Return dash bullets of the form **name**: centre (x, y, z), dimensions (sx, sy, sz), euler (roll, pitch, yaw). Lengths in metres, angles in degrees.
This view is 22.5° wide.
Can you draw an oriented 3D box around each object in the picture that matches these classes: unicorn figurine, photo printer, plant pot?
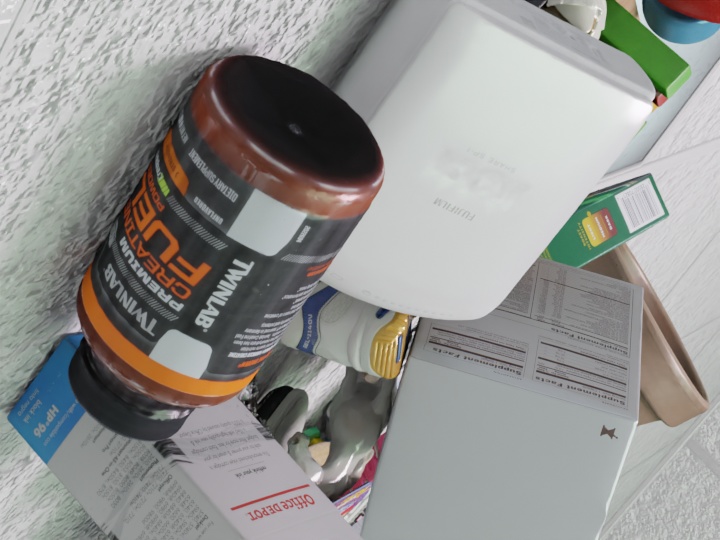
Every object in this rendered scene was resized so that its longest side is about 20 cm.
- **unicorn figurine**: centre (-0.004, 0.096, 1.304), dimensions (0.200, 0.073, 0.139), euler (-6, 112, -68)
- **photo printer**: centre (0.049, -0.063, 1.037), dimensions (0.165, 0.070, 0.200), euler (22, 118, -31)
- **plant pot**: centre (0.204, 0.081, 1.692), dimensions (0.174, 0.202, 0.200), euler (-29, 166, 13)

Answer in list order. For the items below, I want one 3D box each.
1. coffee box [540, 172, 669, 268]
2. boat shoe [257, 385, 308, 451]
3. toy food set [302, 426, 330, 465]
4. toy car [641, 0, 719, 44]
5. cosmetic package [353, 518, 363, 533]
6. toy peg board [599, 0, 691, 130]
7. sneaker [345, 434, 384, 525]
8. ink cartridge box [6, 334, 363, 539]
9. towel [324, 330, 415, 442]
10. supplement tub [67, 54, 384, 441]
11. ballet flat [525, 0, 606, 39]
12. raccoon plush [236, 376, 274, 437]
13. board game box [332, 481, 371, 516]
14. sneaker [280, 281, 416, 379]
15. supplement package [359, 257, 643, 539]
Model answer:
- **coffee box**: centre (0.143, -0.018, 1.429), dimensions (0.122, 0.044, 0.199), euler (-20, -175, 45)
- **boat shoe**: centre (-0.110, 0.161, 1.309), dimensions (0.201, 0.060, 0.074), euler (-57, 155, -11)
- **toy food set**: centre (-0.099, 0.200, 1.436), dimensions (0.200, 0.049, 0.198), euler (-45, 165, 8)
- **toy car**: centre (0.302, -0.202, 1.183), dimensions (0.177, 0.200, 0.185), euler (-45, 164, -12)
- **cosmetic package**: centre (-0.060, 0.272, 1.663), dimensions (0.199, 0.074, 0.102), euler (-25, 154, -43)
- **toy peg board**: centre (0.141, -0.093, 1.247), dimensions (0.200, 0.098, 0.199), euler (-45, 163, 1)
- **sneaker**: centre (0.008, 0.175, 1.523), dimensions (0.087, 0.074, 0.200), euler (7, 140, -42)
- **ink cartridge box**: centre (-0.092, 0.126, 1.031), dimensions (0.068, 0.200, 0.116), euler (-50, 162, 19)
- **towel**: centre (0.028, 0.115, 1.585), dimensions (0.147, 0.024, 0.200), euler (-39, 162, -16)
- **supplement tub**: centre (-0.077, -0.004, 0.930), dimensions (0.107, 0.107, 0.201), euler (-18, 148, -55)
- **ballet flat**: centre (0.103, -0.143, 1.092), dimensions (0.200, 0.073, 0.073), euler (-46, 163, 2)
- **raccoon plush**: centre (-0.101, 0.110, 1.201), dimensions (0.201, 0.096, 0.134), euler (-66, -156, -3)
- **board game box**: centre (-0.060, 0.222, 1.271), dimensions (0.199, 0.039, 0.158), euler (-23, 162, -50)
- **sneaker**: centre (0.000, 0.000, 1.187), dimensions (0.200, 0.087, 0.076), euler (-63, 163, -68)
- **supplement package**: centre (0.098, 0.096, 1.226), dimensions (0.200, 0.149, 0.153), euler (-69, 174, -64)
